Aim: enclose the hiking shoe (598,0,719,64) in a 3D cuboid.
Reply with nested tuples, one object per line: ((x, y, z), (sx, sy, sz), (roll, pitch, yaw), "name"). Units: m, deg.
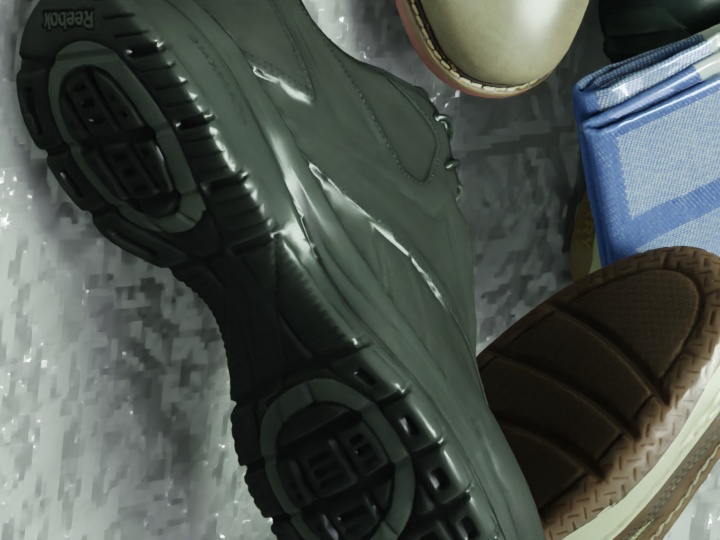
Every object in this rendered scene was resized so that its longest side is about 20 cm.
((0.126, -0.125, 0.875), (0.200, 0.074, 0.087), (-40, 120, -42), "hiking shoe")

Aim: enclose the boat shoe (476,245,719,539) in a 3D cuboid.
((0.045, 0.080, 0.814), (0.202, 0.075, 0.075), (-45, 131, 14), "boat shoe")

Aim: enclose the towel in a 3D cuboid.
((0.155, -0.033, 0.843), (0.199, 0.024, 0.147), (-26, 129, -13), "towel")

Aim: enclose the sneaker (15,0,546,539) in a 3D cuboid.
((0.000, 0.000, 0.739), (0.091, 0.076, 0.201), (-39, 106, -42), "sneaker")

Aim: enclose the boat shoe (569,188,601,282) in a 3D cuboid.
((0.146, 0.014, 0.936), (0.200, 0.063, 0.074), (16, 91, -46), "boat shoe")

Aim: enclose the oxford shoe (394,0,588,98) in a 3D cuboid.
((0.045, -0.142, 0.761), (0.070, 0.075, 0.201), (-2, 101, -21), "oxford shoe")
